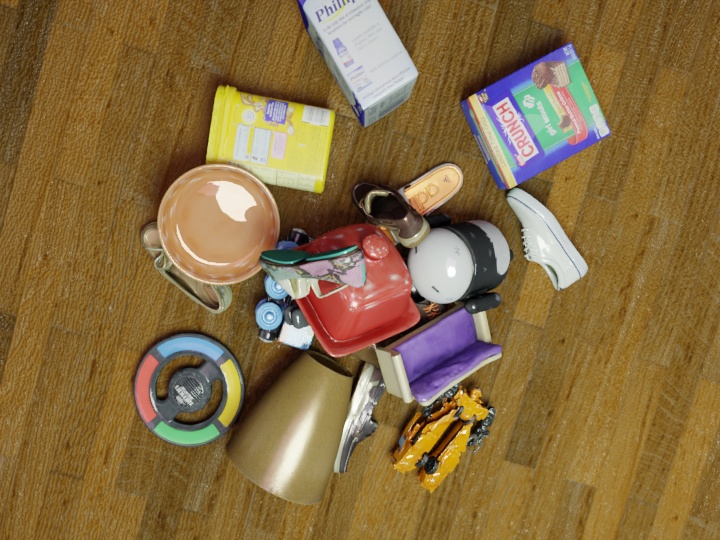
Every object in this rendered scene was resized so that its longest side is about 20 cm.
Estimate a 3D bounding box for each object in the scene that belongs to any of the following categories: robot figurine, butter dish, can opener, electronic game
[{"bbox_3d":[0.165,-0.015,1.012,0.197,0.149,0.128,-13,116,-42],"label":"robot figurine"},{"bbox_3d":[0.000,0.000,0.954,0.197,0.149,0.202,-18,66,-33],"label":"butter dish"},{"bbox_3d":[-0.034,0.065,1.029,0.197,0.052,0.068,-11,103,-35],"label":"can opener"},{"bbox_3d":[0.146,0.284,1.088,0.144,0.058,0.201,37,92,-20],"label":"robot figurine"},{"bbox_3d":[-0.302,0.211,1.087,0.195,0.042,0.205,0,95,-2],"label":"electronic game"}]

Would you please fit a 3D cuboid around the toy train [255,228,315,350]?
[{"bbox_3d":[-0.111,0.034,1.062,0.112,0.087,0.204,18,91,-12],"label":"toy train"}]

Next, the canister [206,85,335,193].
[{"bbox_3d":[-0.149,-0.217,1.039,0.195,0.087,0.152,10,94,-4],"label":"canister"}]

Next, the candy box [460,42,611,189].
[{"bbox_3d":[0.297,-0.261,1.052,0.197,0.077,0.172,-27,95,2],"label":"candy box"}]

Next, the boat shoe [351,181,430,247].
[{"bbox_3d":[0.035,-0.109,1.000,0.072,0.200,0.072,-45,131,2],"label":"boat shoe"}]

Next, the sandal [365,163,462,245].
[{"bbox_3d":[0.092,-0.117,1.065,0.206,0.059,0.080,-39,94,2],"label":"sandal"}]

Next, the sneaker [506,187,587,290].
[{"bbox_3d":[0.314,-0.051,1.069,0.071,0.073,0.201,-41,95,-4],"label":"sneaker"}]

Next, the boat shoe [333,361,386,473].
[{"bbox_3d":[0.002,0.265,1.086,0.063,0.072,0.204,17,88,2],"label":"boat shoe"}]

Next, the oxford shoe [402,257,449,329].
[{"bbox_3d":[0.116,0.071,1.072,0.071,0.073,0.201,-37,95,-1],"label":"oxford shoe"}]

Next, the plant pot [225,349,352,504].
[{"bbox_3d":[-0.099,0.243,1.024,0.184,0.186,0.203,27,92,-3],"label":"plant pot"}]

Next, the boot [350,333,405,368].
[{"bbox_3d":[0.055,0.148,1.056,0.196,0.076,0.075,20,113,-12],"label":"boot"}]

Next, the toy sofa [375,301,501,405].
[{"bbox_3d":[0.131,0.129,0.991,0.197,0.097,0.085,-25,108,-29],"label":"toy sofa"}]

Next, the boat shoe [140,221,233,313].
[{"bbox_3d":[-0.301,-0.007,1.060,0.199,0.063,0.074,42,93,-4],"label":"boat shoe"}]

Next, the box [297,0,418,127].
[{"bbox_3d":[-0.005,-0.354,0.984,0.104,0.184,0.202,-31,94,2],"label":"box"}]

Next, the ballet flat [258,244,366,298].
[{"bbox_3d":[-0.072,0.004,0.883,0.197,0.069,0.073,-1,105,38],"label":"ballet flat"}]

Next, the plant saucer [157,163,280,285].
[{"bbox_3d":[-0.232,-0.077,1.015,0.195,0.038,0.205,-4,109,-12],"label":"plant saucer"}]
